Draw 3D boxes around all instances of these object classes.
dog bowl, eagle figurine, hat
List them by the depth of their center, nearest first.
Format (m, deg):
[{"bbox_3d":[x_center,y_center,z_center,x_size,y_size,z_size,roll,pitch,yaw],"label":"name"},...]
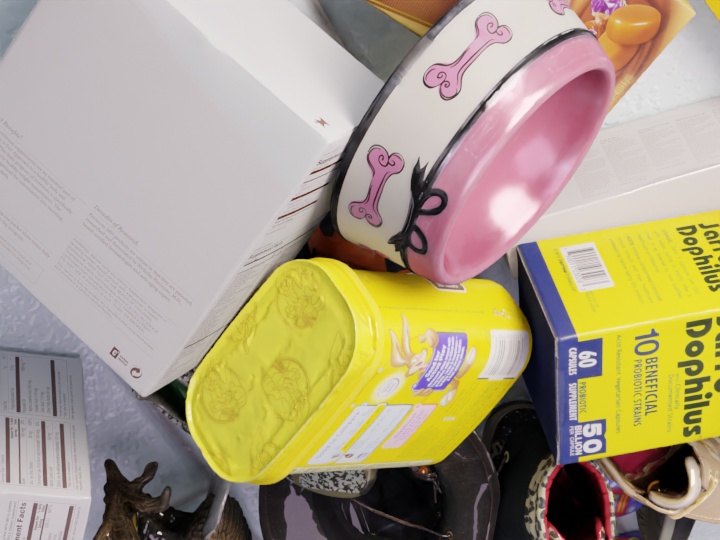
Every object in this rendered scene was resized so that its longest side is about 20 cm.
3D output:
[{"bbox_3d":[0.074,-0.077,1.122,0.200,0.074,0.201,-44,160,-21],"label":"dog bowl"},{"bbox_3d":[-0.130,0.230,1.375,0.152,0.150,0.201,-47,121,-22],"label":"eagle figurine"},{"bbox_3d":[0.019,0.158,1.391,0.198,0.081,0.203,5,112,13],"label":"hat"}]

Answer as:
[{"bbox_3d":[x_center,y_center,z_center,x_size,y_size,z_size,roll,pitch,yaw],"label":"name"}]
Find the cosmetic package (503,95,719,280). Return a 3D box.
[{"bbox_3d":[0.187,-0.059,1.289,0.198,0.083,0.051,-15,128,0],"label":"cosmetic package"}]

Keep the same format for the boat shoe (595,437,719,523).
[{"bbox_3d":[0.218,0.143,1.343,0.199,0.069,0.074,32,109,-35],"label":"boat shoe"}]

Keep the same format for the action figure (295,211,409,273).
[{"bbox_3d":[0.000,0.000,1.297,0.193,0.105,0.199,-36,137,22],"label":"action figure"}]

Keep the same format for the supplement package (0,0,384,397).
[{"bbox_3d":[-0.117,-0.074,1.132,0.191,0.147,0.201,41,113,7],"label":"supplement package"}]

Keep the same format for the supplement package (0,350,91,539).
[{"bbox_3d":[-0.261,0.180,1.313,0.110,0.156,0.202,7,122,-16],"label":"supplement package"}]

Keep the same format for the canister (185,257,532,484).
[{"bbox_3d":[0.005,0.065,1.194,0.199,0.087,0.149,4,132,-52],"label":"canister"}]

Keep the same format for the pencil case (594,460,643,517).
[{"bbox_3d":[0.195,0.090,1.393,0.086,0.078,0.202,11,122,-1],"label":"pencil case"}]

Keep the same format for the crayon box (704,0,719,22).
[{"bbox_3d":[0.339,-0.179,1.251,0.172,0.059,0.200,-37,123,14],"label":"crayon box"}]

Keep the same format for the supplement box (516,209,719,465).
[{"bbox_3d":[0.212,0.039,1.245,0.198,0.110,0.110,-10,126,-5],"label":"supplement box"}]

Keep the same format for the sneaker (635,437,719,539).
[{"bbox_3d":[0.279,0.143,1.447,0.105,0.075,0.202,1,122,-12],"label":"sneaker"}]

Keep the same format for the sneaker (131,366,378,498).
[{"bbox_3d":[-0.082,0.112,1.310,0.199,0.089,0.077,30,119,-1],"label":"sneaker"}]

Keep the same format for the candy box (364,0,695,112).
[{"bbox_3d":[0.103,-0.182,1.205,0.199,0.057,0.117,29,115,-25],"label":"candy box"}]

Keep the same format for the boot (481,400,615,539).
[{"bbox_3d":[0.131,0.207,1.348,0.073,0.154,0.206,-3,98,-11],"label":"boot"}]

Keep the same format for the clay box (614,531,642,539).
[{"bbox_3d":[0.157,0.275,1.487,0.198,0.115,0.048,-10,125,-5],"label":"clay box"}]
